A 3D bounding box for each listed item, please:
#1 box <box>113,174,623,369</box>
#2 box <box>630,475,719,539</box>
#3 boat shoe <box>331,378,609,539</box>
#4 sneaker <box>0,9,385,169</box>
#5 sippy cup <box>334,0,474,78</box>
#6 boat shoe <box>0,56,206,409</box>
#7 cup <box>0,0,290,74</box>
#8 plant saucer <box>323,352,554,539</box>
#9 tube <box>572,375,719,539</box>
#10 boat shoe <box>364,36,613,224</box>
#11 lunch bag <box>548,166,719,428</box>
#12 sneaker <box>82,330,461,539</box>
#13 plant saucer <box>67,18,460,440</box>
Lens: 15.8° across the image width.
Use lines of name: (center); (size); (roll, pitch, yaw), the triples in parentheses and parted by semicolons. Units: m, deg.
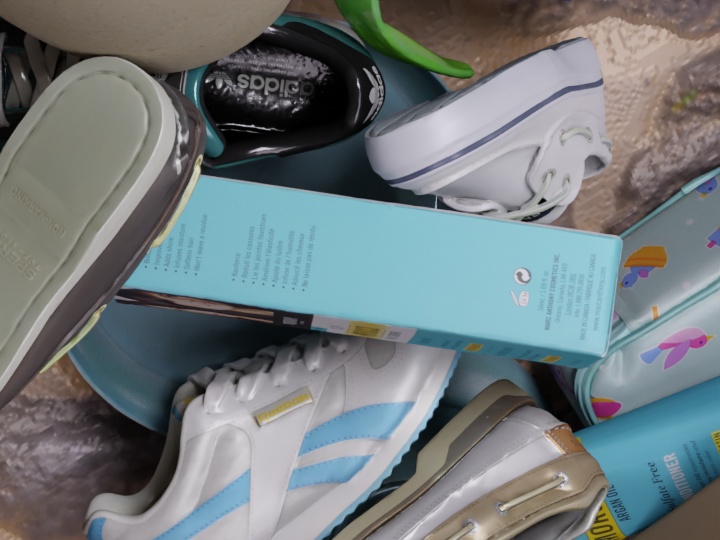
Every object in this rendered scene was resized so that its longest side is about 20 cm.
box: (0.000, 0.000, 1.037); (0.198, 0.082, 0.050); (8, 84, -1)
box: (0.176, 0.148, 1.162); (0.077, 0.096, 0.200); (-6, 157, -28)
boat shoe: (0.025, 0.137, 1.100); (0.200, 0.068, 0.075); (-48, 157, -14)
sneaker: (-0.089, -0.077, 1.015); (0.198, 0.080, 0.072); (-1, 98, -7)
sippy cup: (0.060, -0.173, 1.027); (0.130, 0.140, 0.178); (22, 126, -43)
boat shoe: (-0.132, 0.010, 0.963); (0.201, 0.072, 0.061); (-46, 160, 9)
cup: (-0.083, -0.155, 0.944); (0.199, 0.201, 0.144); (-27, 143, -8)
plant saucer: (0.011, 0.123, 1.229); (0.199, 0.027, 0.201); (-10, 119, -18)
tube: (0.142, 0.083, 1.169); (0.199, 0.051, 0.078); (-23, 123, 10)
boat shoe: (0.067, -0.051, 1.060); (0.073, 0.200, 0.067); (-21, 94, 28)
lunch bag: (0.196, 0.030, 1.224); (0.199, 0.077, 0.161); (-32, 126, 3)
sneaker: (-0.032, 0.064, 1.103); (0.081, 0.077, 0.200); (42, 89, -13)
plant saucer: (-0.042, -0.018, 1.118); (0.199, 0.027, 0.201); (-8, 117, -16)
